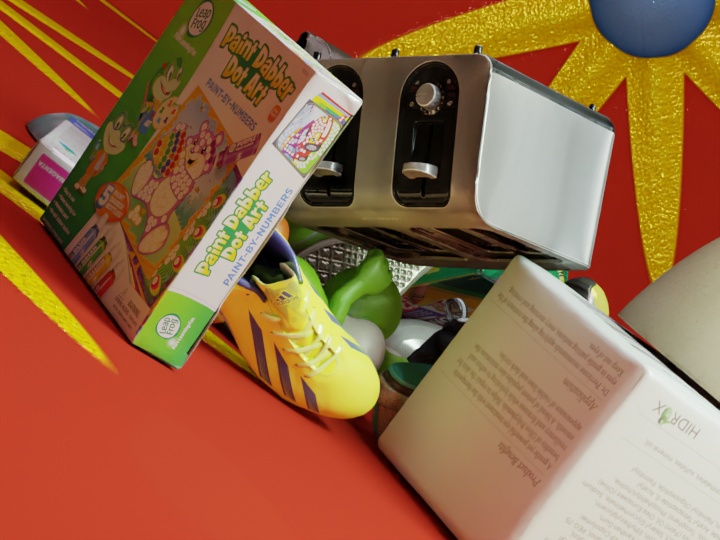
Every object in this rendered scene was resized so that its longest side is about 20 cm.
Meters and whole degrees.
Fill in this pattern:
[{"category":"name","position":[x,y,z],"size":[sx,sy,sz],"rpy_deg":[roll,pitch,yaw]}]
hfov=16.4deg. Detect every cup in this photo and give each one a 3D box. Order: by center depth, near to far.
[{"category":"cup","position":[0.295,0.039,1.692],"size":[0.200,0.143,0.200],"rpy_deg":[38,3,-3]}]

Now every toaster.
[{"category":"toaster","position":[0.063,-0.074,1.737],"size":[0.180,0.119,0.200],"rpy_deg":[3,-11,38]}]

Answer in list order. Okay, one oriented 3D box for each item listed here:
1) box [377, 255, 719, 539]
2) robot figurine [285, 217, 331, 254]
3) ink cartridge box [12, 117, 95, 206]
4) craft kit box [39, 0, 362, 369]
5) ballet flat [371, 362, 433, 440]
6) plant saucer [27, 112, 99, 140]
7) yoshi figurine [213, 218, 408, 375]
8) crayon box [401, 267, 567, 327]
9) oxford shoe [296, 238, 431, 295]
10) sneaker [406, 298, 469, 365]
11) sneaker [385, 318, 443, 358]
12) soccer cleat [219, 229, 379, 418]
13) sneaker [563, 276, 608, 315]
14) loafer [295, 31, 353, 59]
[{"category":"box","position":[0.160,0.134,1.679],"size":[0.200,0.171,0.199],"rpy_deg":[35,5,-31]},{"category":"robot figurine","position":[-0.075,-0.083,1.906],"size":[0.115,0.176,0.200],"rpy_deg":[1,-21,31]},{"category":"ink cartridge box","position":[-0.181,-0.054,1.782],"size":[0.119,0.042,0.200],"rpy_deg":[38,8,-6]},{"category":"craft kit box","position":[-0.104,-0.066,1.550],"size":[0.048,0.198,0.200],"rpy_deg":[33,6,-33]},{"category":"ballet flat","position":[0.095,0.105,1.797],"size":[0.199,0.067,0.068],"rpy_deg":[6,23,-24]},{"category":"plant saucer","position":[-0.179,-0.068,1.999],"size":[0.200,0.027,0.200],"rpy_deg":[36,6,-4]},{"category":"yoshi figurine","position":[-0.035,0.019,1.774],"size":[0.200,0.112,0.112],"rpy_deg":[36,-2,-44]},{"category":"crayon box","position":[0.053,0.012,2.017],"size":[0.200,0.058,0.119],"rpy_deg":[-12,-27,37]},{"category":"oxford shoe","position":[0.000,0.000,1.891],"size":[0.075,0.200,0.058],"rpy_deg":[58,-29,-4]},{"category":"sneaker","position":[0.108,0.103,1.873],"size":[0.200,0.114,0.075],"rpy_deg":[39,16,32]},{"category":"sneaker","position":[0.101,0.115,1.989],"size":[0.200,0.074,0.116],"rpy_deg":[36,2,-24]},{"category":"soccer cleat","position":[-0.052,0.025,1.620],"size":[0.200,0.065,0.084],"rpy_deg":[49,-23,-20]},{"category":"sneaker","position":[0.178,0.101,1.923],"size":[0.090,0.201,0.078],"rpy_deg":[-7,16,-29]},{"category":"loafer","position":[-0.074,-0.096,1.784],"size":[0.071,0.200,0.073],"rpy_deg":[47,-34,-13]}]
